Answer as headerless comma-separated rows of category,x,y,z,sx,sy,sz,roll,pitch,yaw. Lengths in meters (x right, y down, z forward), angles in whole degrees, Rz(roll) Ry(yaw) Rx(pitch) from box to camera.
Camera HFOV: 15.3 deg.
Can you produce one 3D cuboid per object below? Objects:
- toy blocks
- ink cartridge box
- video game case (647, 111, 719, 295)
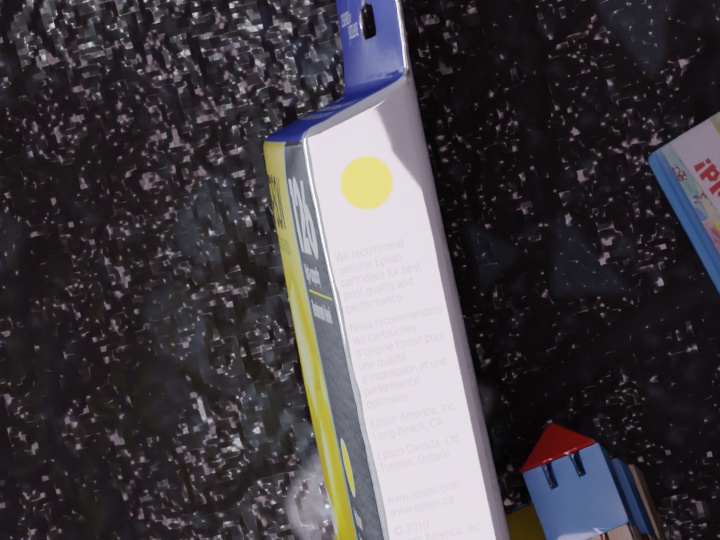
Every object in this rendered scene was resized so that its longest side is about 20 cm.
toy blocks,0.083,0.123,0.846,0.099,0.200,0.138,-23,76,9
ink cartridge box,0.000,0.000,0.831,0.047,0.198,0.202,-13,93,-4
video game case,0.202,-0.024,0.780,0.199,0.018,0.144,-31,69,10
